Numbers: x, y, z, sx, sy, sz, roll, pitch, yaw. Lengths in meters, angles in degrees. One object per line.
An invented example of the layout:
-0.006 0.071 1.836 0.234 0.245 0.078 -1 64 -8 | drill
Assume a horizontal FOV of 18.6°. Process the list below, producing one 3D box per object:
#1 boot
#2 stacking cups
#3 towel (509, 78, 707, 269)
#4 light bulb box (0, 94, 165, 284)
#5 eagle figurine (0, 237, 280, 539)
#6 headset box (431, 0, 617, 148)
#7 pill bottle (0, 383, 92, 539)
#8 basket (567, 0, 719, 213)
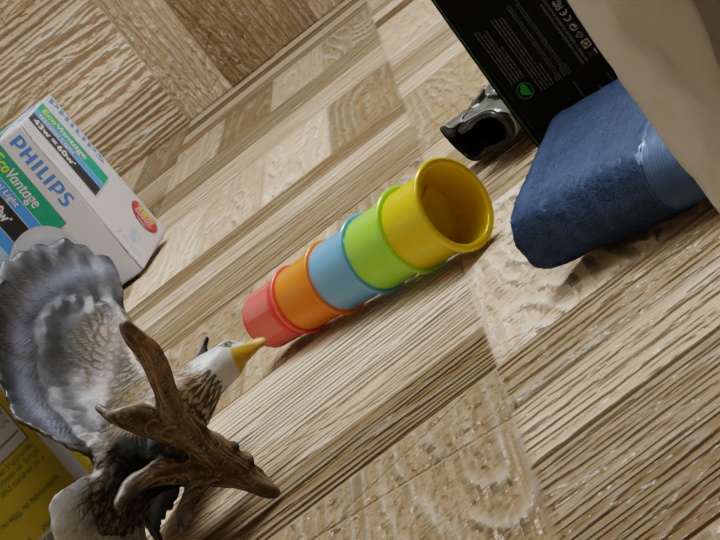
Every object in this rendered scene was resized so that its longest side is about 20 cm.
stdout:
0.132 -0.132 1.445 0.131 0.068 0.200 -48 5 -21 | boot
0.000 0.000 1.345 0.200 0.061 0.061 -35 9 47 | stacking cups
0.162 -0.069 1.058 0.200 0.049 0.112 -27 25 45 | towel
-0.346 -0.038 2.273 0.200 0.198 0.125 -36 12 17 | light bulb box
-0.117 0.074 1.177 0.150 0.152 0.200 -4 13 -27 | eagle figurine
0.125 -0.162 1.246 0.093 0.174 0.200 -32 13 23 | headset box
-0.221 0.106 1.213 0.114 0.200 0.114 -37 10 8 | pill bottle
0.180 -0.080 0.660 0.200 0.198 0.161 -38 6 5 | basket
